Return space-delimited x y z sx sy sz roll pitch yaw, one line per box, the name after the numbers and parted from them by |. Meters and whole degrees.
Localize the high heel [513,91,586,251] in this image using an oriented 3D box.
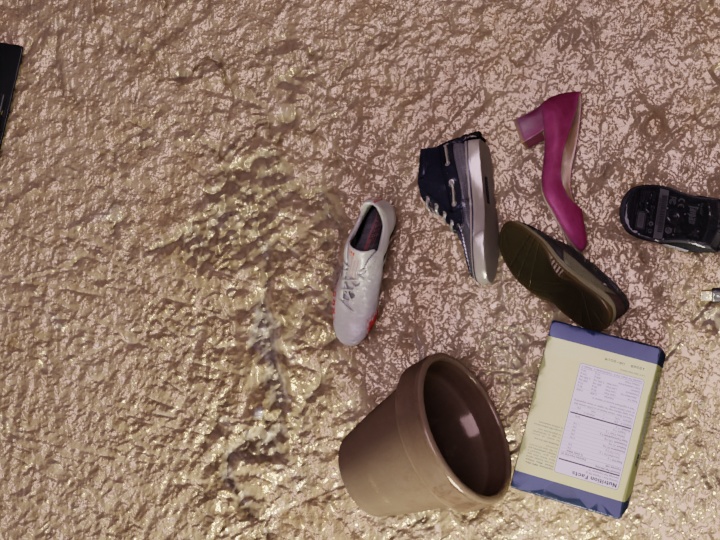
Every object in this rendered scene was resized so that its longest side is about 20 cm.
0.276 -0.130 1.664 0.095 0.067 0.202 -24 70 14 | high heel

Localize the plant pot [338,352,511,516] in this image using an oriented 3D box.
0.070 0.232 1.636 0.174 0.199 0.202 -31 78 28 | plant pot

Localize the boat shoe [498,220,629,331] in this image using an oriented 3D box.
0.261 0.004 1.654 0.201 0.065 0.072 43 130 33 | boat shoe

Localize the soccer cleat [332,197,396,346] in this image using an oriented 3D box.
0.000 0.000 1.713 0.068 0.085 0.203 16 89 16 | soccer cleat

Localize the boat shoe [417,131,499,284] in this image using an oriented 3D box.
0.128 -0.078 1.700 0.091 0.075 0.203 -7 77 22 | boat shoe

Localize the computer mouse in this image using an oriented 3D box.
0.422 -0.031 1.625 0.197 0.046 0.143 5 82 4 | computer mouse

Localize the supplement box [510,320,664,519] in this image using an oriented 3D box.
0.281 0.179 1.562 0.132 0.200 0.203 14 88 16 | supplement box

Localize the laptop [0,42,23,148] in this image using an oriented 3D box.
-0.624 -0.272 1.898 0.197 0.103 0.180 13 89 16 | laptop
